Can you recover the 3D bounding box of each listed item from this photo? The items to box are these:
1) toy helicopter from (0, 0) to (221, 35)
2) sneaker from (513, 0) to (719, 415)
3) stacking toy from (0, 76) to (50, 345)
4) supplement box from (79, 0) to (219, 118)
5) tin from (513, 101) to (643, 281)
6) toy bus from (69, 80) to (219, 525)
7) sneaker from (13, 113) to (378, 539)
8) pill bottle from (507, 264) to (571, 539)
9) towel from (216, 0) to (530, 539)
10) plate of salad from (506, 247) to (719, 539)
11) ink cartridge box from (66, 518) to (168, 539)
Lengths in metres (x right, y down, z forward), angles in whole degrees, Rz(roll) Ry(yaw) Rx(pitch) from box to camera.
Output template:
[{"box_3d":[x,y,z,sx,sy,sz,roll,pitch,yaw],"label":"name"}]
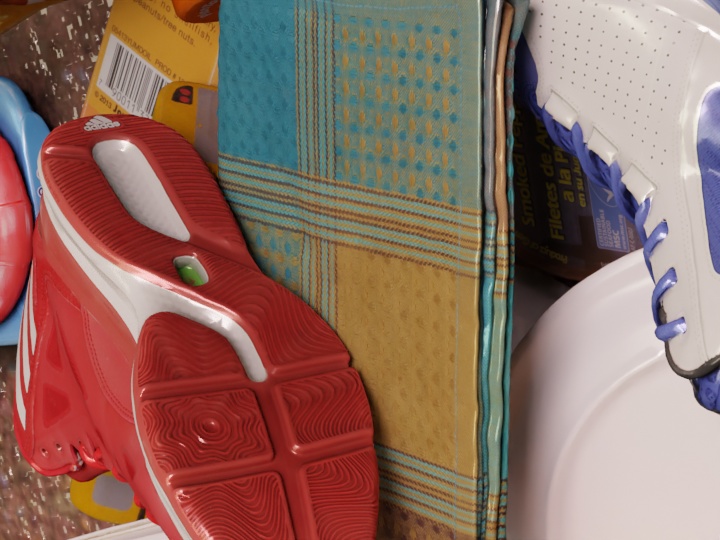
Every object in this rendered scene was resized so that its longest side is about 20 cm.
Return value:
[{"box_3d":[-0.125,-0.102,0.877,0.199,0.132,0.079,-26,81,44],"label":"toy helicopter"},{"box_3d":[0.100,-0.021,0.727,0.199,0.080,0.116,22,85,30],"label":"sneaker"},{"box_3d":[-0.223,-0.011,1.024,0.109,0.199,0.117,-4,97,41],"label":"stacking toy"},{"box_3d":[-0.041,-0.119,0.931,0.069,0.066,0.201,40,123,30],"label":"supplement box"},{"box_3d":[0.066,-0.094,0.836,0.111,0.042,0.201,8,119,37],"label":"tin"},{"box_3d":[-0.048,0.001,0.913,0.078,0.065,0.201,12,122,-7],"label":"toy bus"},{"box_3d":[-0.058,0.054,0.823,0.116,0.078,0.201,109,146,-45],"label":"sneaker"},{"box_3d":[0.023,0.103,0.895,0.113,0.113,0.201,26,116,34],"label":"pill bottle"},{"box_3d":[0.000,0.000,0.796,0.146,0.022,0.201,19,114,51],"label":"towel"},{"box_3d":[0.133,0.079,0.802,0.199,0.048,0.201,7,111,17],"label":"plate of salad"},{"box_3d":[-0.091,0.184,0.903,0.200,0.084,0.146,-45,60,60],"label":"ink cartridge box"}]
